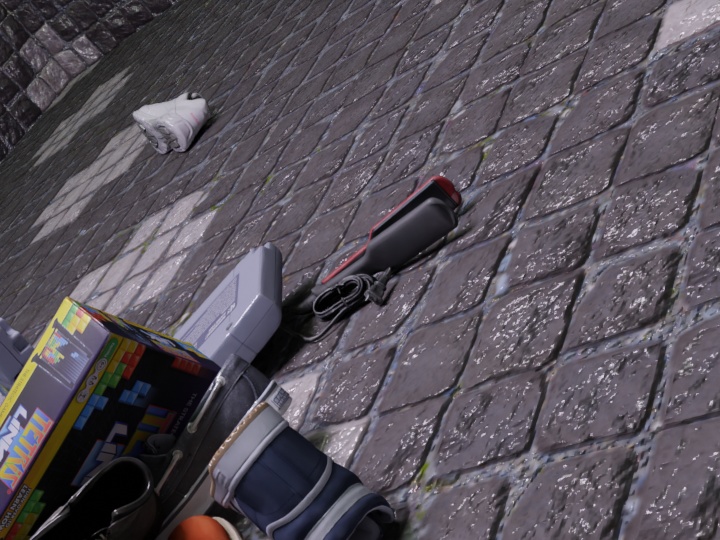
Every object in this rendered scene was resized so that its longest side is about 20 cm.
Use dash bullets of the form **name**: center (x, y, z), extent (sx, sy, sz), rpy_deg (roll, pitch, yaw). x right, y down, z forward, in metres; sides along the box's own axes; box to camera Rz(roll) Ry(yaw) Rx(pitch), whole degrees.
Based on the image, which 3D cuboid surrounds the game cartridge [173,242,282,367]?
- **game cartridge**: center (-0.139, 0.076, 1.085), extent (0.200, 0.041, 0.133), rpy_deg (-47, 16, 18)

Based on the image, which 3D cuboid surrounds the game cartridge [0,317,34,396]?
- **game cartridge**: center (-0.257, 0.119, 1.022), extent (0.040, 0.201, 0.133), rpy_deg (-44, 20, -16)

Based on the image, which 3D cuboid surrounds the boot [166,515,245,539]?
- **boot**: center (-0.129, 0.209, 0.767), extent (0.075, 0.107, 0.201), rpy_deg (-37, 20, 20)

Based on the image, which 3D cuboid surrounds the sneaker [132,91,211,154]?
- **sneaker**: center (-0.291, -0.241, 1.935), extent (0.099, 0.078, 0.199), rpy_deg (-42, 30, -18)

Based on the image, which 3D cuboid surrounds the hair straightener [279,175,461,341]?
- **hair straightener**: center (0.000, 0.000, 1.012), extent (0.199, 0.041, 0.077), rpy_deg (-33, 23, 24)

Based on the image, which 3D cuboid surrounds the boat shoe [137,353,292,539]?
- **boat shoe**: center (-0.135, 0.149, 0.890), extent (0.201, 0.068, 0.072), rpy_deg (-51, 1, 12)

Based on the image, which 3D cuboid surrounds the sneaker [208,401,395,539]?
- **sneaker**: center (-0.038, 0.150, 0.785), extent (0.070, 0.108, 0.200), rpy_deg (-49, -8, -12)

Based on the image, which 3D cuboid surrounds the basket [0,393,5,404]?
- **basket**: center (-0.354, 0.234, 1.084), extent (0.135, 0.124, 0.201), rpy_deg (-33, 23, 24)

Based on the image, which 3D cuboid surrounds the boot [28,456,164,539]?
- **boot**: center (-0.208, 0.198, 0.773), extent (0.200, 0.068, 0.131), rpy_deg (-46, -9, -14)

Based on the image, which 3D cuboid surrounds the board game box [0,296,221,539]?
- **board game box**: center (-0.202, 0.135, 0.894), extent (0.056, 0.165, 0.202), rpy_deg (32, 91, 30)
